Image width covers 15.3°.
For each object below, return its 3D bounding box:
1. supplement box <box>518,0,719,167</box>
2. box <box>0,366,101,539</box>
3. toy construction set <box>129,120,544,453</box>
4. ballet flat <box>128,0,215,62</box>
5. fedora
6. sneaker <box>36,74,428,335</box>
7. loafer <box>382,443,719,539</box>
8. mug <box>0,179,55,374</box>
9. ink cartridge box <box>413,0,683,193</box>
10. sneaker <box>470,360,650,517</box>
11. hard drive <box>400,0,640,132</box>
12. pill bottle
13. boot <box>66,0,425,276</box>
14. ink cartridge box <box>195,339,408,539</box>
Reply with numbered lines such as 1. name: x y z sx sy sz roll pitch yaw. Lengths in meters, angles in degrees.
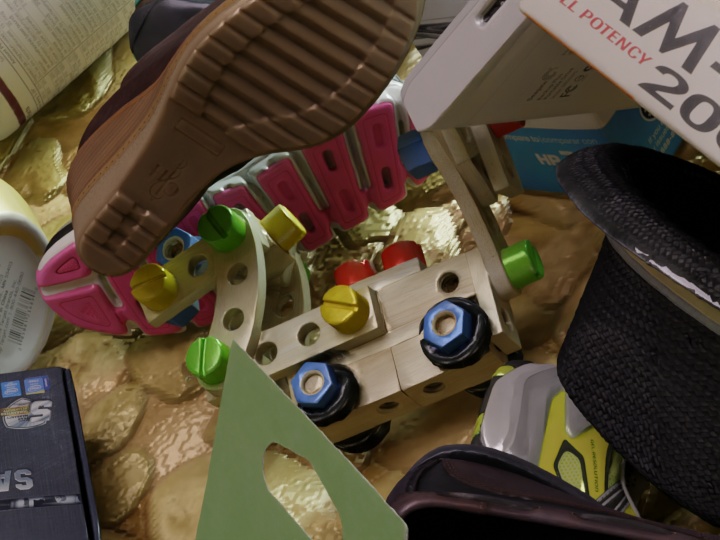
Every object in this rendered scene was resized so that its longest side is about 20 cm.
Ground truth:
1. supplement box: 0.165 -0.063 0.959 0.126 0.200 0.074 43 103 39
2. box: -0.210 0.118 1.129 0.200 0.051 0.158 -7 39 -7
3. toy construction set: 0.000 0.000 1.115 0.200 0.092 0.131 -33 55 29
4. ballet flat: -0.016 -0.124 1.298 0.200 0.073 0.073 -17 41 13
5. fedora: 0.142 0.039 0.945 0.092 0.200 0.201 -62 35 15
6. sneaker: -0.059 -0.041 1.233 0.200 0.074 0.088 -29 34 6
7. loafer: 0.098 0.116 0.892 0.200 0.063 0.072 20 97 12
8. mug: -0.230 -0.012 1.252 0.153 0.187 0.149 10 34 32
9. ink cartridge box: 0.082 -0.150 1.135 0.086 0.200 0.147 9 56 42
10. sneaker: 0.068 0.121 0.968 0.076 0.075 0.200 6 60 15
11. hard drive: 0.126 -0.107 1.045 0.132 0.200 0.027 -48 60 44
12. pill bottle: -0.190 -0.136 1.395 0.200 0.110 0.110 -43 39 -10
13. boot: -0.048 -0.097 1.127 0.200 0.072 0.166 -40 20 24
14. ink cartridge box: -0.049 0.146 0.946 0.048 0.200 0.146 -5 27 -28
